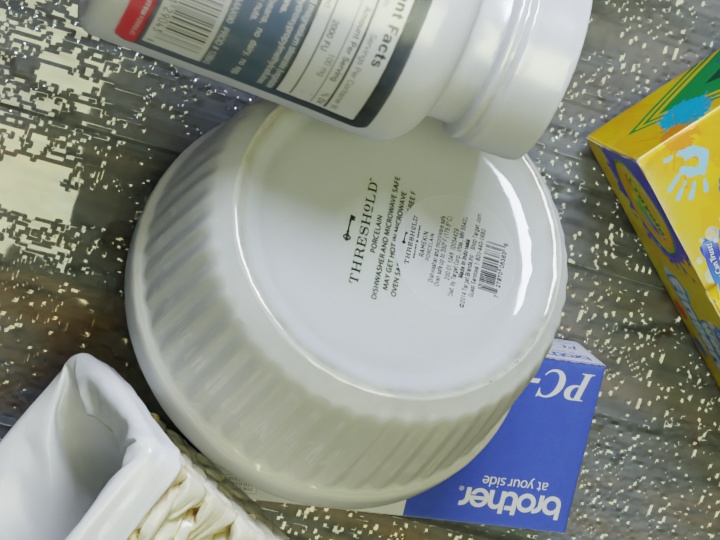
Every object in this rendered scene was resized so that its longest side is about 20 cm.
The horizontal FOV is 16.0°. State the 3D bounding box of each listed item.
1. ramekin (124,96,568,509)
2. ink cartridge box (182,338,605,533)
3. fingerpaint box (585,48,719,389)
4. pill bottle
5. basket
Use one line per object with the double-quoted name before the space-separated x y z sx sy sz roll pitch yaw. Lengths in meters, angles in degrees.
"ramekin" 0.000 0.000 1.181 0.200 0.105 0.200 8 66 -19
"ink cartridge box" 0.016 0.072 1.287 0.200 0.044 0.094 8 104 -19
"fingerpaint box" 0.236 -0.025 1.313 0.167 0.073 0.200 -34 111 -7
"pill bottle" -0.009 -0.123 1.100 0.200 0.120 0.120 20 98 -13
"basket" -0.131 0.162 1.169 0.123 0.136 0.200 40 90 -26
